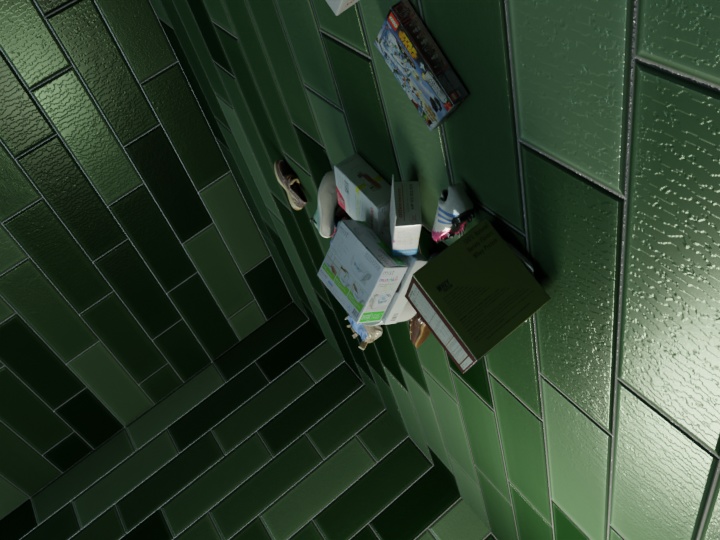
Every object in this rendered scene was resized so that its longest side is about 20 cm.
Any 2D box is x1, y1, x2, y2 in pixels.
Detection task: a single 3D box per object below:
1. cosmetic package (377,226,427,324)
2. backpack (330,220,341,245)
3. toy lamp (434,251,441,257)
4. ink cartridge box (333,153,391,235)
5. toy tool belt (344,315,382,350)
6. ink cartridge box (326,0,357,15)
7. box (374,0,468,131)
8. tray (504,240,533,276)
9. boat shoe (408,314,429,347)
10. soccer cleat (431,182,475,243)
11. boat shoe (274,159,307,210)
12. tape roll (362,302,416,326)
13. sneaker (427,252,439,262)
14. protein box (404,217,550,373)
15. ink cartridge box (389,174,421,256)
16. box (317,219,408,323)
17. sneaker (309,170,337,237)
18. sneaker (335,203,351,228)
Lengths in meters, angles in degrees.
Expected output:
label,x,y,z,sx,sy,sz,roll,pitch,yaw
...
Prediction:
label,x,y,z,sx,sy,sz,roll,pitch,yaw
cosmetic package,0.074,0.012,1.722,0.151,0.051,0.204,46,123,37
backpack,-0.019,-0.050,2.061,0.198,0.135,0.183,37,162,13
toy lamp,0.237,-0.003,1.532,0.059,0.058,0.199,61,166,-24
ink cartridge box,0.020,-0.191,1.768,0.201,0.082,0.147,48,157,32
toy tool belt,-0.006,0.214,2.694,0.202,0.121,0.126,52,166,16
ink cartridge box,0.011,-0.503,1.003,0.084,0.144,0.200,52,166,-2
box,0.106,-0.368,1.195,0.203,0.039,0.137,57,167,-1
tray,0.319,0.017,1.365,0.108,0.022,0.202,49,164,32
boat shoe,0.185,0.172,2.070,0.070,0.070,0.202,42,154,20
soccer cleat,0.193,-0.125,1.415,0.200,0.068,0.089,124,126,-73
boat shoe,-0.257,-0.332,2.483,0.071,0.071,0.205,-27,86,46
tape roll,0.066,0.048,1.863,0.199,0.137,0.210,4,96,45
sneaker,0.190,0.021,1.706,0.085,0.073,0.203,50,163,40
protein box,0.225,0.052,1.306,0.202,0.196,0.135,52,166,12
ink cartridge box,0.106,-0.130,1.564,0.201,0.065,0.119,89,179,-66
box,0.000,0.000,1.694,0.200,0.095,0.180,47,122,35
sneaker,-0.116,-0.218,2.082,0.118,0.071,0.207,-140,55,-66
sneaker,-0.077,-0.172,2.187,0.076,0.079,0.201,67,156,17
